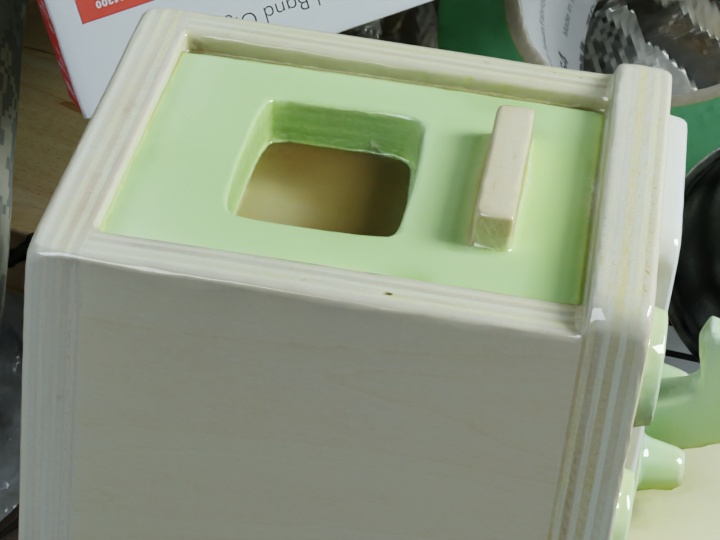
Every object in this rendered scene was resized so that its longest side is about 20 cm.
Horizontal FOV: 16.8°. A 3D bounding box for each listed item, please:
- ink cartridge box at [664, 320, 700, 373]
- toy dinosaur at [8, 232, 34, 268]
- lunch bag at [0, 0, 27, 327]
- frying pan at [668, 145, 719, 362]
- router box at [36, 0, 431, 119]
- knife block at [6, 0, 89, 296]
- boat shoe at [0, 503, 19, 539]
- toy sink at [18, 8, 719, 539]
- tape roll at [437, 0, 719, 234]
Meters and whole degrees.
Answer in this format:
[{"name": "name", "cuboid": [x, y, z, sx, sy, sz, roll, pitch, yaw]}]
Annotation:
[{"name": "ink cartridge box", "cuboid": [0.148, 0.047, 0.738, 0.094, 0.044, 0.201, -34, 62, 16]}, {"name": "toy dinosaur", "cuboid": [-0.077, 0.019, 0.782, 0.088, 0.047, 0.201, -13, 88, 63]}, {"name": "lunch bag", "cuboid": [-0.171, -0.068, 0.751, 0.139, 0.167, 0.202, 0, 81, 29]}, {"name": "frying pan", "cuboid": [0.107, 0.006, 0.696, 0.189, 0.115, 0.031, -9, 35, 31]}, {"name": "router box", "cuboid": [-0.018, -0.161, 0.700, 0.199, 0.049, 0.181, -19, 106, -8]}, {"name": "knife block", "cuboid": [-0.146, -0.029, 0.873, 0.175, 0.064, 0.201, -27, 64, -2]}, {"name": "boat shoe", "cuboid": [-0.106, 0.111, 0.838, 0.201, 0.075, 0.075, -11, 64, 13]}, {"name": "toy sink", "cuboid": [0.025, 0.016, 0.621, 0.199, 0.131, 0.113, 10, 123, 5]}, {"name": "tape roll", "cuboid": [0.120, -0.098, 0.760, 0.199, 0.048, 0.201, -20, 48, 25]}]
